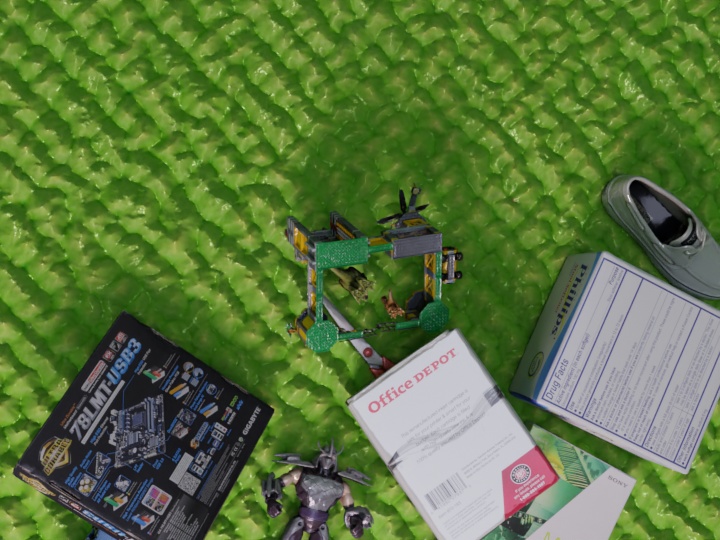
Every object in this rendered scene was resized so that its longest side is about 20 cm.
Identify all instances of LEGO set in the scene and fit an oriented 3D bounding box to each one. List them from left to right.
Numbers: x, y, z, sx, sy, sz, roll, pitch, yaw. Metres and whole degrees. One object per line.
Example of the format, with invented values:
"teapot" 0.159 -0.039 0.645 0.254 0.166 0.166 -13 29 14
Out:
"LEGO set" 0.000 0.000 1.193 0.199 0.116 0.154 -16 115 -17

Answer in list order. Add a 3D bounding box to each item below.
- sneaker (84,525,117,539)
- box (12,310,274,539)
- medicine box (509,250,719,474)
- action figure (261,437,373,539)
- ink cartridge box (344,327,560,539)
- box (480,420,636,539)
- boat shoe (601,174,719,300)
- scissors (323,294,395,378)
"sneaker" -0.278 0.315 1.135 0.089 0.079 0.201 6 88 -13
"box" -0.219 0.175 1.127 0.198 0.050 0.200 33 57 -7
"medicine box" 0.301 0.101 1.232 0.199 0.103 0.183 26 84 -8
"action figure" -0.055 0.280 1.183 0.130 0.069 0.201 16 83 -5
"ink cartridge box" 0.095 0.182 1.182 0.145 0.083 0.200 -34 89 -5
"box" 0.209 0.294 1.245 0.144 0.036 0.201 28 83 -8
"boat shoe" 0.370 -0.040 1.267 0.072 0.066 0.200 -45 96 -8
"scissors" 0.012 0.106 1.224 0.200 0.014 0.073 36 84 -9
